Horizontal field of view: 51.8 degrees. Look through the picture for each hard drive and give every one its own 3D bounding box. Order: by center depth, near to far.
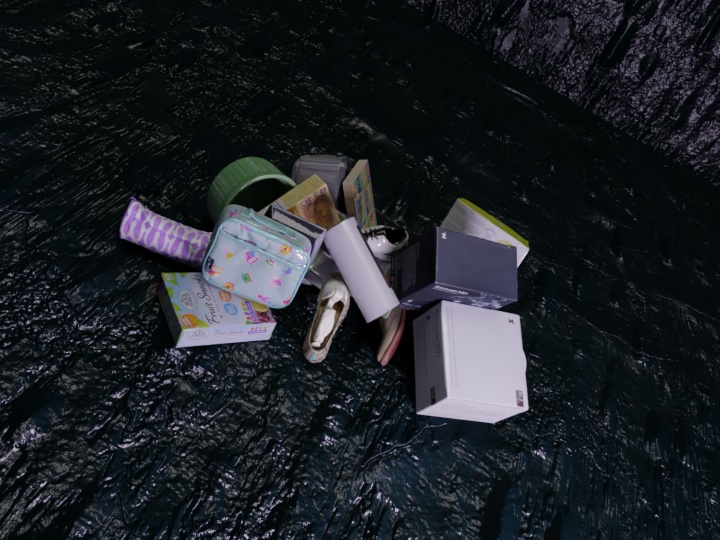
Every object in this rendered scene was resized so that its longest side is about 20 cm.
[{"bbox_3d":[-0.160,-0.030,1.490,0.132,0.201,0.043,24,42,-11],"label":"hard drive"}]

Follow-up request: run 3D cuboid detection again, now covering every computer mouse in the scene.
[{"bbox_3d":[-0.123,-0.002,1.616,0.108,0.044,0.201,-12,53,-41],"label":"computer mouse"}]

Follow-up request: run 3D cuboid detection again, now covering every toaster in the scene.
[{"bbox_3d":[-0.096,-0.180,1.739,0.126,0.205,0.114,10,15,8],"label":"toaster"}]

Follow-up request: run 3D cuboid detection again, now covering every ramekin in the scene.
[{"bbox_3d":[-0.232,-0.142,1.584,0.197,0.203,0.098,-6,40,-39],"label":"ramekin"}]

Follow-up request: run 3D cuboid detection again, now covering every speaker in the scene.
[{"bbox_3d":[0.000,0.000,1.490,0.081,0.081,0.203,-26,87,-49],"label":"speaker"}]

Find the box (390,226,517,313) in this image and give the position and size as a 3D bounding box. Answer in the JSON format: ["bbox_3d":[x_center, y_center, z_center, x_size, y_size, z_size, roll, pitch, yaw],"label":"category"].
[{"bbox_3d":[0.185,0.013,1.510,0.192,0.199,0.121,12,69,-22],"label":"box"}]

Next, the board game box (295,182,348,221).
[{"bbox_3d":[-0.125,-0.112,1.684,0.198,0.122,0.032,33,17,4],"label":"board game box"}]

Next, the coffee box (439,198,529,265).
[{"bbox_3d":[0.263,-0.033,1.740,0.198,0.200,0.200,34,11,7],"label":"coffee box"}]

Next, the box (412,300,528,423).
[{"bbox_3d":[0.219,0.188,1.499,0.196,0.131,0.204,12,62,-23],"label":"box"}]

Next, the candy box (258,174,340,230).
[{"bbox_3d":[-0.146,-0.098,1.569,0.198,0.117,0.055,-36,45,-13],"label":"candy box"}]

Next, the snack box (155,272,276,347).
[{"bbox_3d":[-0.274,0.070,1.417,0.196,0.054,0.143,-1,45,-37],"label":"snack box"}]

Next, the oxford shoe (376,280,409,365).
[{"bbox_3d":[0.059,0.109,1.576,0.073,0.071,0.203,20,52,3],"label":"oxford shoe"}]

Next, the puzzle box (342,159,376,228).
[{"bbox_3d":[0.003,-0.142,1.757,0.025,0.204,0.134,1,31,18],"label":"puzzle box"}]

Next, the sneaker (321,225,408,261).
[{"bbox_3d":[0.011,-0.066,1.570,0.195,0.080,0.075,-3,61,-21],"label":"sneaker"}]

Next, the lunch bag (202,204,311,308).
[{"bbox_3d":[-0.198,-0.028,1.407,0.196,0.162,0.078,23,33,-14],"label":"lunch bag"}]

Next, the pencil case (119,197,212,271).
[{"bbox_3d":[-0.380,-0.070,1.482,0.196,0.084,0.087,22,72,-12],"label":"pencil case"}]

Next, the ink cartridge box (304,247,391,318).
[{"bbox_3d":[-0.005,0.009,1.591,0.198,0.048,0.147,34,52,0],"label":"ink cartridge box"}]

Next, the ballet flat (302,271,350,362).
[{"bbox_3d":[-0.060,0.083,1.466,0.066,0.075,0.204,22,64,-5],"label":"ballet flat"}]
